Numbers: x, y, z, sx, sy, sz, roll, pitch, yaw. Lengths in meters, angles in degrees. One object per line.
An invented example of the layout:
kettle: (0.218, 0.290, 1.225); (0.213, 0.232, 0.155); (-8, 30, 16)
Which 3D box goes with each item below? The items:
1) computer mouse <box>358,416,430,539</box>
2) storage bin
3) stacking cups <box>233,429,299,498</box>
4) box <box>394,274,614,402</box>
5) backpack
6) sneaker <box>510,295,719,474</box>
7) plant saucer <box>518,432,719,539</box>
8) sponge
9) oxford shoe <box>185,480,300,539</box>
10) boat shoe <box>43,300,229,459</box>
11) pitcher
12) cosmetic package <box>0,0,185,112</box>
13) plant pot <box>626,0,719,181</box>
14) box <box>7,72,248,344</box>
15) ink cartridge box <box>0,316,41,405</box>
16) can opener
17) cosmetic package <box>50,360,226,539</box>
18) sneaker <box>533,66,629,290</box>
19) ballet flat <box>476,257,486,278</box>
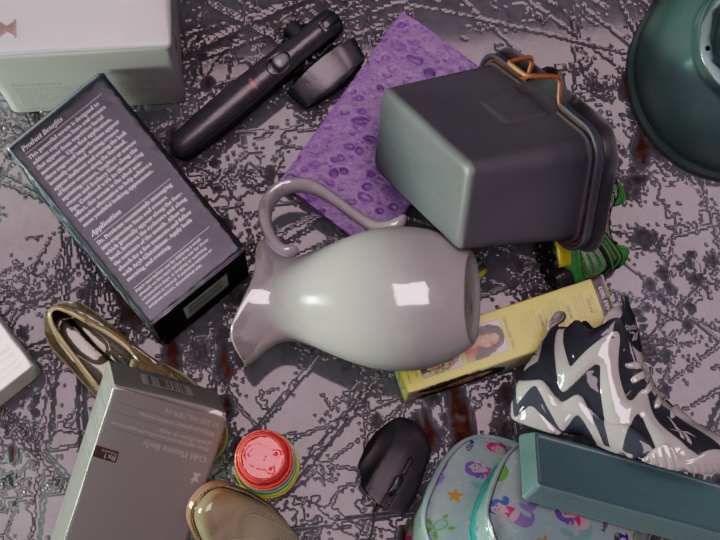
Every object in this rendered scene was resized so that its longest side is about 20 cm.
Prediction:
computer mouse: (0.018, 0.211, 1.615); (0.058, 0.034, 0.201); (35, 54, -21)
storage bin: (0.108, -0.105, 1.591); (0.133, 0.200, 0.146); (-10, 125, -27)
stacking cups: (-0.085, 0.161, 1.576); (0.060, 0.200, 0.061); (0, 81, 1)
box: (0.127, 0.062, 1.662); (0.199, 0.075, 0.050); (-19, 80, -3)
backpack: (0.141, 0.234, 1.593); (0.199, 0.151, 0.178); (23, 50, 8)
sneaker: (0.237, 0.092, 1.583); (0.198, 0.079, 0.131); (16, 91, 20)
plant saucer: (0.226, 0.184, 1.556); (0.199, 0.019, 0.070); (16, 43, -14)
sponge: (0.026, -0.126, 1.710); (0.111, 0.030, 0.201); (35, 82, 3)
oxford shoe: (-0.068, 0.251, 1.582); (0.071, 0.074, 0.200); (-50, 119, -10)
boat shoe: (-0.202, 0.101, 1.645); (0.199, 0.076, 0.072); (35, 82, 4)
pitcher: (0.000, 0.000, 1.593); (0.198, 0.121, 0.173); (0, 73, 14)
cosmetic package: (-0.243, -0.244, 1.635); (0.165, 0.200, 0.169); (-3, 82, -2)
plant pot: (0.349, -0.192, 1.676); (0.199, 0.134, 0.202); (0, 81, -1)
box: (-0.200, -0.050, 1.632); (0.107, 0.148, 0.200); (-39, 84, -7)
ink cartridge box: (-0.391, 0.045, 1.653); (0.116, 0.068, 0.200); (-38, 84, -7)
can opener: (-0.092, -0.166, 1.695); (0.199, 0.063, 0.079); (-35, 78, -6)
cosmetic package: (-0.195, 0.191, 1.591); (0.106, 0.090, 0.201); (15, 98, -14)
sneaker: (0.191, -0.087, 1.693); (0.085, 0.078, 0.202); (-12, 90, -10)
ballet flat: (0.017, 0.030, 1.676); (0.198, 0.067, 0.068); (-6, 103, 0)
